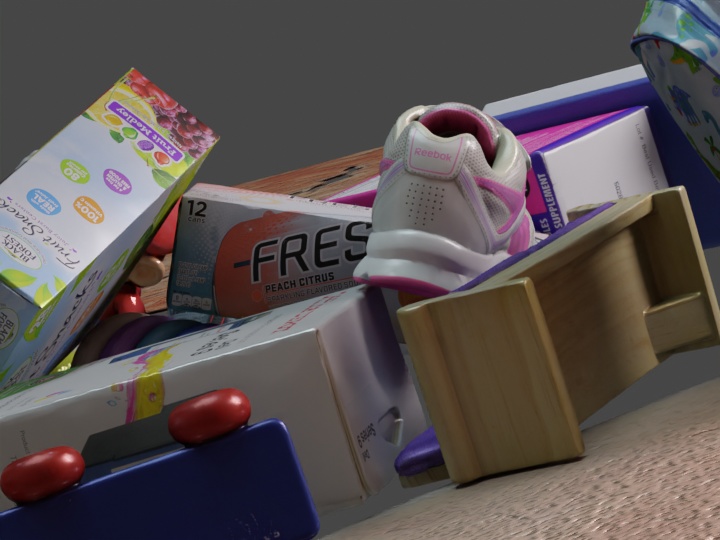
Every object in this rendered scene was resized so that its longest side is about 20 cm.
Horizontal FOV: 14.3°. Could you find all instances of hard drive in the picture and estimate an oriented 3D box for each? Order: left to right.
[{"bbox_3d":[0.182,-0.065,1.664,0.200,0.132,0.025,-12,40,42],"label":"hard drive"}]

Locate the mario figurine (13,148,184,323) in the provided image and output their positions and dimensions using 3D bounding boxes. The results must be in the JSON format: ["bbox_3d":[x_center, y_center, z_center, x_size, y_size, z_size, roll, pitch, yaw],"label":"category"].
[{"bbox_3d":[-0.172,0.009,1.680,0.106,0.123,0.200,-49,-16,-51],"label":"mario figurine"}]

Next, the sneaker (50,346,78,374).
[{"bbox_3d":[-0.211,0.111,1.572,0.105,0.076,0.200,-37,-7,40],"label":"sneaker"}]

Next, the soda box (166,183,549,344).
[{"bbox_3d":[0.000,0.000,1.528,0.200,0.064,0.068,8,8,2],"label":"soda box"}]

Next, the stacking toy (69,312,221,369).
[{"bbox_3d":[-0.063,0.063,1.501,0.085,0.086,0.200,-23,15,-41],"label":"stacking toy"}]

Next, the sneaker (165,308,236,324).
[{"bbox_3d":[-0.074,0.020,1.700,0.079,0.096,0.200,14,10,-6],"label":"sneaker"}]

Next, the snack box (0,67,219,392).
[{"bbox_3d":[-0.173,0.009,1.475,0.169,0.068,0.200,-54,-4,37],"label":"snack box"}]

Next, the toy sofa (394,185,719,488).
[{"bbox_3d":[0.084,0.028,1.319,0.097,0.083,0.200,-13,8,31],"label":"toy sofa"}]

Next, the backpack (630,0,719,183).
[{"bbox_3d":[0.213,-0.071,1.283,0.153,0.200,0.163,-19,7,1],"label":"backpack"}]

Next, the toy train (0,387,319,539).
[{"bbox_3d":[-0.121,0.118,1.164,0.200,0.085,0.116,-19,-4,-9],"label":"toy train"}]

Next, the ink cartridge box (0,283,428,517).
[{"bbox_3d":[-0.083,0.079,1.330,0.200,0.088,0.145,-15,6,14],"label":"ink cartridge box"}]

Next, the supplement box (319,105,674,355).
[{"bbox_3d":[0.077,-0.018,1.650,0.103,0.101,0.200,-25,8,-42],"label":"supplement box"}]

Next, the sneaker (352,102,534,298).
[{"bbox_3d":[0.051,-0.038,1.407,0.081,0.088,0.200,12,8,5],"label":"sneaker"}]
